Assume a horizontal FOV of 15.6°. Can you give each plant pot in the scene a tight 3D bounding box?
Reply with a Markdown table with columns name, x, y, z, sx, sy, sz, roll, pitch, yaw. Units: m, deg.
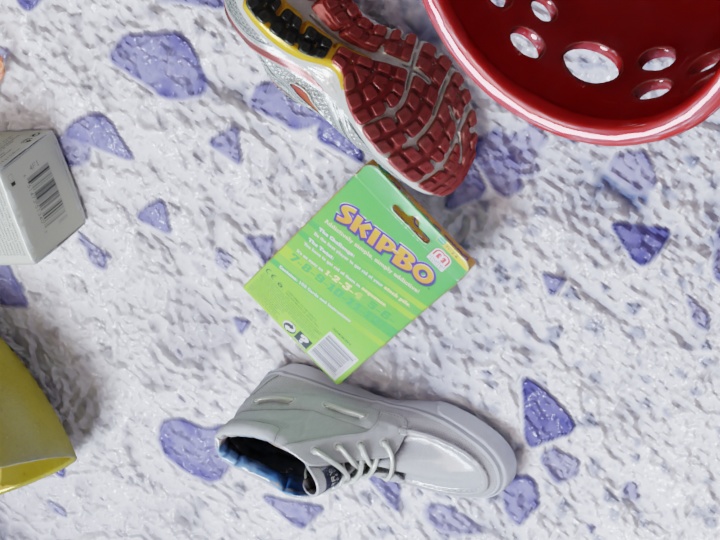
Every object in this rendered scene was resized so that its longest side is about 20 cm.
| name | x | y | z | sx | sy | sz | roll | pitch | yaw |
| --- | --- | --- | --- | --- | --- | --- | --- | --- | --- |
| plant pot | 0.153 | -0.192 | 1.412 | 0.200 | 0.182 | 0.201 | 18 | 127 | 24 |
| plant pot | -0.327 | 0.102 | 1.962 | 0.200 | 0.200 | 0.142 | -25 | 78 | 42 |

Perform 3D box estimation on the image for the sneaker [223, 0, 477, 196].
| name | x | y | z | sx | sy | sz | roll | pitch | yaw |
| --- | --- | --- | --- | --- | --- | --- | --- | --- | --- |
| sneaker | -0.006 | -0.127 | 1.655 | 0.200 | 0.078 | 0.082 | 47 | 161 | -7 |

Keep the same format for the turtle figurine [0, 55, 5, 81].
| name | x | y | z | sx | sy | sz | roll | pitch | yaw |
| --- | --- | --- | --- | --- | --- | --- | --- | --- | --- |
| turtle figurine | -0.354 | -0.161 | 1.863 | 0.200 | 0.064 | 0.161 | -18 | 108 | 41 |

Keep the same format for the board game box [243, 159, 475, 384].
| name | x | y | z | sx | sy | sz | roll | pitch | yaw |
| --- | --- | --- | --- | --- | --- | --- | --- | --- | --- |
| board game box | 0.000 | 0.000 | 1.737 | 0.096 | 0.030 | 0.200 | 46 | 146 | -1 |

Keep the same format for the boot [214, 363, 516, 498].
| name | x | y | z | sx | sy | sz | roll | pitch | yaw |
| --- | --- | --- | --- | --- | --- | --- | --- | --- | --- |
| boot | 0.000 | 0.130 | 1.799 | 0.200 | 0.096 | 0.074 | 15 | 127 | 26 |

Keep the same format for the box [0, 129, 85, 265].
| name | x | y | z | sx | sy | sz | roll | pitch | yaw |
| --- | --- | --- | --- | --- | --- | --- | --- | --- | --- |
| box | -0.302 | -0.051 | 1.901 | 0.200 | 0.068 | 0.082 | 1 | 120 | 34 |
